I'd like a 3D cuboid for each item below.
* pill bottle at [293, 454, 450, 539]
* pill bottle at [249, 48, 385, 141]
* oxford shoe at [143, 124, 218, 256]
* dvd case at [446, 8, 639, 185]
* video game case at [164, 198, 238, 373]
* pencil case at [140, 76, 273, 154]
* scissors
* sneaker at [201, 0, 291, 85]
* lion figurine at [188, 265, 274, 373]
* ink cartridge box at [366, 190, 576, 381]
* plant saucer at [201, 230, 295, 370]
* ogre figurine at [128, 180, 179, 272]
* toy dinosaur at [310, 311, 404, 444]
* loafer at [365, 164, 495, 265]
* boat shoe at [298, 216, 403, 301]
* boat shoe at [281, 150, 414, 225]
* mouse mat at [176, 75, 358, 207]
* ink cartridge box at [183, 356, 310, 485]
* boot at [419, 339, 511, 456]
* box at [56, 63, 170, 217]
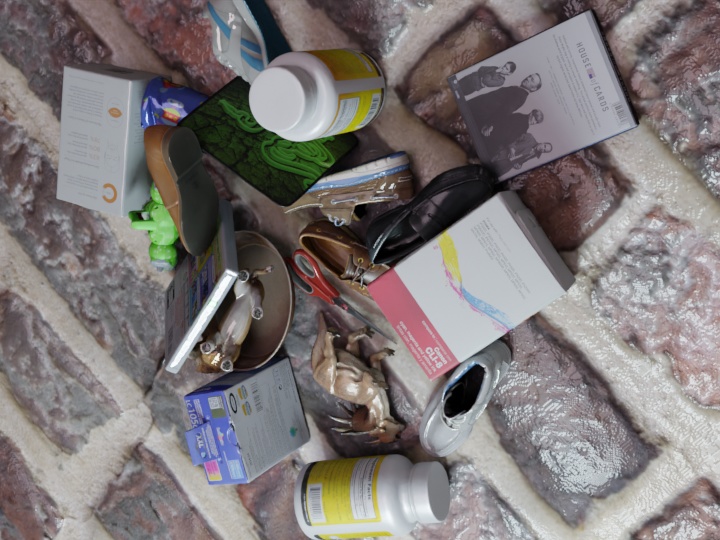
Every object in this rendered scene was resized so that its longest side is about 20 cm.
[{"bbox_3d":[0.018,0.314,1.483,0.200,0.111,0.111,-9,98,25],"label":"pill bottle"},{"bbox_3d":[-0.055,-0.222,1.341,0.109,0.200,0.109,6,105,26],"label":"pill bottle"},{"bbox_3d":[-0.242,-0.110,1.431,0.071,0.071,0.200,17,132,32],"label":"oxford shoe"},{"bbox_3d":[0.220,-0.208,1.305,0.200,0.025,0.150,-21,92,29],"label":"dvd case"},{"bbox_3d":[-0.226,0.018,1.498,0.022,0.200,0.182,24,114,-22],"label":"video game case"},{"bbox_3d":[-0.211,-0.197,1.475,0.200,0.078,0.087,22,92,8],"label":"pencil case"},{"bbox_3d":[-0.032,0.045,1.495,0.200,0.014,0.073,44,142,3],"label":"scissors"},{"bbox_3d":[-0.146,-0.292,1.446,0.081,0.077,0.200,-29,79,28],"label":"sneaker"},{"bbox_3d":[-0.172,0.066,1.470,0.072,0.122,0.200,36,97,-6],"label":"lion figurine"},{"bbox_3d":[0.140,0.013,1.309,0.200,0.145,0.145,-36,85,17],"label":"ink cartridge box"},{"bbox_3d":[-0.161,0.043,1.529,0.200,0.034,0.200,-1,89,40],"label":"plant saucer"},{"bbox_3d":[-0.280,-0.080,1.528,0.098,0.120,0.200,22,109,-14],"label":"ogre figurine"},{"bbox_3d":[-0.019,0.155,1.486,0.200,0.086,0.136,43,124,18],"label":"toy dinosaur"},{"bbox_3d":[0.089,-0.067,1.363,0.201,0.070,0.068,-31,126,32],"label":"loafer"},{"bbox_3d":[0.000,-0.001,1.442,0.200,0.068,0.072,34,115,16],"label":"boat shoe"},{"bbox_3d":[-0.021,-0.098,1.428,0.200,0.072,0.072,-15,96,29],"label":"boat shoe"},{"bbox_3d":[-0.124,-0.182,1.424,0.200,0.161,0.008,37,150,14],"label":"mouse mat"},{"bbox_3d":[-0.166,0.214,1.503,0.076,0.200,0.137,-11,97,29],"label":"ink cartridge box"},{"bbox_3d":[0.123,0.178,1.407,0.074,0.096,0.200,35,115,16],"label":"boot"},{"bbox_3d":[-0.362,-0.193,1.564,0.124,0.097,0.200,16,108,23],"label":"box"}]
